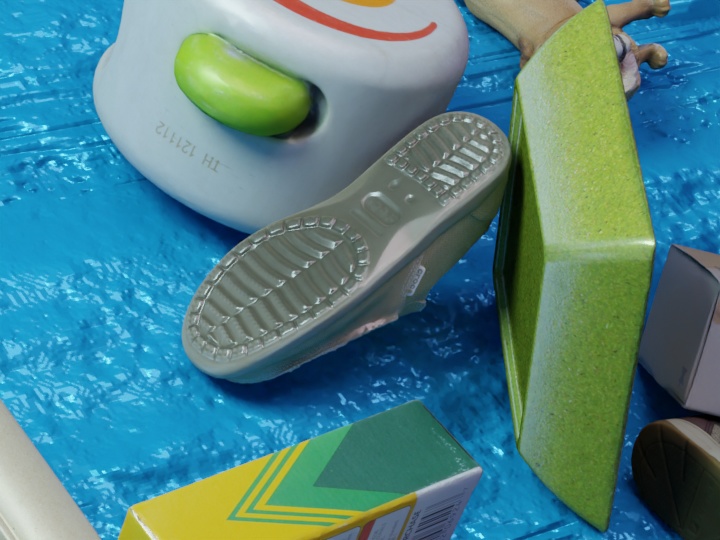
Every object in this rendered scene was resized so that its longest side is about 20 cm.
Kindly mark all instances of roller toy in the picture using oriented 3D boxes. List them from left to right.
[{"bbox_3d":[-0.044,-0.107,1.449,0.199,0.140,0.183,3,37,-36],"label":"roller toy"}]

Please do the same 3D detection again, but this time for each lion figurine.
[{"bbox_3d":[0.113,-0.158,1.654,0.122,0.073,0.200,-21,41,-32],"label":"lion figurine"}]

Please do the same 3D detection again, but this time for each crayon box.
[{"bbox_3d":[-0.050,0.141,1.174,0.199,0.126,0.052,-19,54,-40],"label":"crayon box"}]

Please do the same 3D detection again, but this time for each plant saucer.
[{"bbox_3d":[0.103,-0.003,1.368,0.048,0.200,0.200,0,42,-4],"label":"plant saucer"}]

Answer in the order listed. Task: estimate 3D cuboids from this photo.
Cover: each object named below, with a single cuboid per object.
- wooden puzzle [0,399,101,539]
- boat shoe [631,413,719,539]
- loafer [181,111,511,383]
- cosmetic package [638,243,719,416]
[{"bbox_3d":[-0.229,0.119,1.130,0.200,0.037,0.185,-35,61,-9],"label":"wooden puzzle"},{"bbox_3d":[0.226,0.138,1.356,0.066,0.072,0.201,-25,54,-37],"label":"boat shoe"},{"bbox_3d":[0.000,0.000,1.376,0.200,0.068,0.076,-34,51,-11],"label":"loafer"},{"bbox_3d":[0.261,0.050,1.446,0.199,0.071,0.105,13,11,-14],"label":"cosmetic package"}]
